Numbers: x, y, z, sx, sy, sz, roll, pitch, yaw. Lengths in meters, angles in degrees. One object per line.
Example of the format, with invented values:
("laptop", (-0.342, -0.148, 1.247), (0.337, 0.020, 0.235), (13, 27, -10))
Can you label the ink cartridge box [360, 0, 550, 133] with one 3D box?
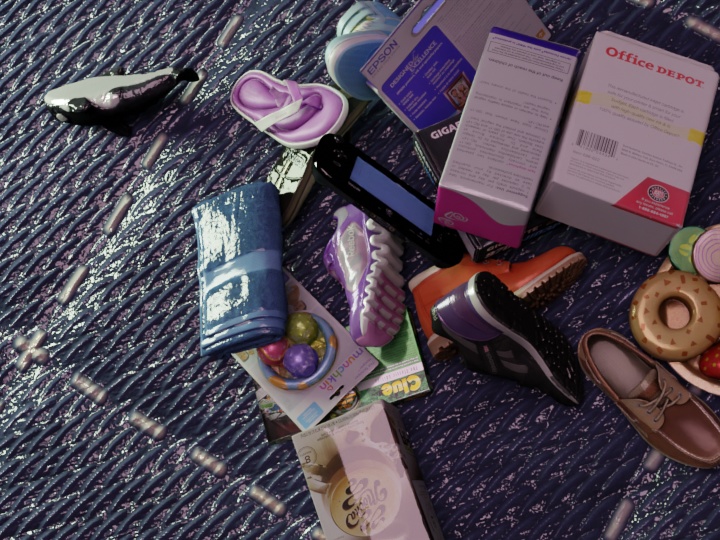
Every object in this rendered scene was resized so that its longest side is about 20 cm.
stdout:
("ink cartridge box", (0.101, -0.251, 1.627), (0.198, 0.200, 0.043), (-49, 49, 0))

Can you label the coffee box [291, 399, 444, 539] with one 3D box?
("coffee box", (0.015, 0.257, 1.591), (0.113, 0.080, 0.200), (-23, 72, 9))

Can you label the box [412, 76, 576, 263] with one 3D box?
("box", (0.180, -0.118, 1.622), (0.200, 0.046, 0.159), (-23, 71, -10))

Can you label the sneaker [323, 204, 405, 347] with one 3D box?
("sneaker", (0.000, 0.000, 1.651), (0.088, 0.081, 0.201), (-10, 57, 22))

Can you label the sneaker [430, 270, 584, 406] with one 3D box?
("sneaker", (0.157, 0.084, 1.568), (0.087, 0.200, 0.076), (-31, 28, 32))

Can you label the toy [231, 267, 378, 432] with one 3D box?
("toy", (-0.087, 0.076, 1.658), (0.115, 0.047, 0.200), (-44, 56, -4))

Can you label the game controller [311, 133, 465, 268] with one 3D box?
("game controller", (0.032, -0.076, 1.600), (0.200, 0.104, 0.042), (34, 108, -9))

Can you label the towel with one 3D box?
("towel", (-0.138, -0.003, 1.667), (0.111, 0.049, 0.200), (-20, 57, 26))

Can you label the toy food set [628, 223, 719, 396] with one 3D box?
("toy food set", (0.403, 0.036, 1.552), (0.200, 0.049, 0.198), (35, 87, 20))

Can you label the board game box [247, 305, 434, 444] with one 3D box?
("board game box", (-0.024, 0.121, 1.665), (0.200, 0.023, 0.105), (-18, 71, 11))

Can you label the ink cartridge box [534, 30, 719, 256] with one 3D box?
("ink cartridge box", (0.288, -0.138, 1.564), (0.145, 0.083, 0.200), (20, 66, 1))

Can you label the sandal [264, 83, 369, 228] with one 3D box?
("sandal", (-0.051, -0.136, 1.718), (0.201, 0.057, 0.080), (-57, 42, 15))

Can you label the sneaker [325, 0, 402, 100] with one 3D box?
("sneaker", (-0.001, -0.259, 1.671), (0.131, 0.200, 0.080), (42, 115, 28))

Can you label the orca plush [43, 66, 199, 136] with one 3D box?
("orca plush", (-0.293, -0.206, 1.810), (0.199, 0.071, 0.105), (-16, 29, 7))

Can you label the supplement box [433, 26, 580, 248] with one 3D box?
("supplement box", (0.155, -0.141, 1.551), (0.103, 0.101, 0.200), (16, 68, 5))

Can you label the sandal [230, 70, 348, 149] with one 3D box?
("sandal", (-0.096, -0.193, 1.707), (0.202, 0.050, 0.083), (19, 84, 46))

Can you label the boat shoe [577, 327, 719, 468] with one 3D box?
("boat shoe", (0.306, 0.135, 1.544), (0.200, 0.072, 0.076), (39, 90, 20))

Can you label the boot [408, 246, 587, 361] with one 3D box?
("boot", (0.149, 0.008, 1.620), (0.200, 0.075, 0.107), (-28, 67, 9))
